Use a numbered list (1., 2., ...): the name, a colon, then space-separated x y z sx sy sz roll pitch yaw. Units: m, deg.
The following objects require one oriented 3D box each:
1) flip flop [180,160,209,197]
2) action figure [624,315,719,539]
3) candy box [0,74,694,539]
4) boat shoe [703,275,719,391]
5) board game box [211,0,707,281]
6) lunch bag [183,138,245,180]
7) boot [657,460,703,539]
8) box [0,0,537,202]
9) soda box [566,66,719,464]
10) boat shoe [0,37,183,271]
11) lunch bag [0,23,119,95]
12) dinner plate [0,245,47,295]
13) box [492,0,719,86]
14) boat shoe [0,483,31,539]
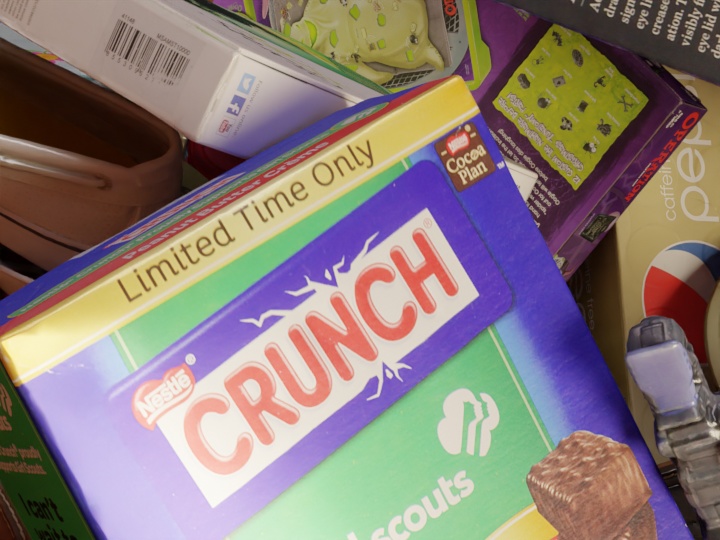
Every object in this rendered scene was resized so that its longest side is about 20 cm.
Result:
1. flip flop: 0.000 0.000 0.792 0.200 0.058 0.081 33 4 15
2. action figure: 0.154 0.050 0.674 0.105 0.200 0.194 -7 55 22
3. candy box: -0.004 0.067 0.634 0.169 0.200 0.077 -32 9 -27
4. boat shoe: 0.207 0.005 0.835 0.065 0.073 0.200 -13 9 46
5. board game box: 0.031 -0.083 0.850 0.200 0.120 0.032 49 18 27
6. lunch bag: 0.010 -0.044 0.962 0.176 0.082 0.200 16 34 -4
7. boot: 0.104 0.120 0.769 0.200 0.075 0.097 7 52 -14
8. box: -0.041 -0.068 0.762 0.144 0.036 0.200 32 7 32
9. soda box: 0.116 -0.015 0.856 0.068 0.064 0.200 1 78 -21
10. boat shoe: -0.150 -0.067 0.736 0.200 0.070 0.071 29 47 6
11. lunch bag: -0.180 -0.053 0.856 0.200 0.077 0.160 -5 15 -26
12. dinner plate: -0.054 0.031 0.800 0.200 0.024 0.200 20 0 0
13. box: 0.164 -0.126 0.767 0.200 0.104 0.148 23 25 15
14. boat shoe: -0.124 0.085 0.717 0.068 0.072 0.200 3 22 -19
